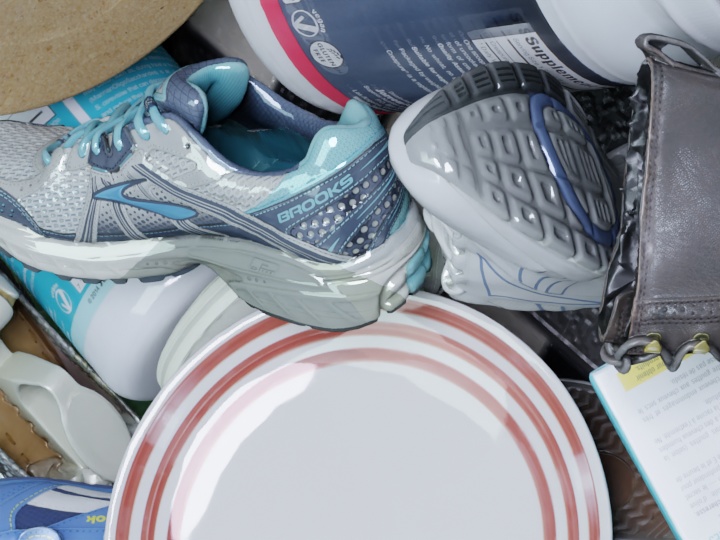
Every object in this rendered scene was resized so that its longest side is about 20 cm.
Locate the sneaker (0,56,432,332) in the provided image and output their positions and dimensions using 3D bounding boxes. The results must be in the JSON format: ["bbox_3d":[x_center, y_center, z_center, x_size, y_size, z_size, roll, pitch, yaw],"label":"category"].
[{"bbox_3d":[-0.066,-0.045,1.065,0.199,0.078,0.087,9,130,25],"label":"sneaker"}]

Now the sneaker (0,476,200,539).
[{"bbox_3d":[-0.101,0.124,1.131,0.082,0.198,0.075,-144,50,-68],"label":"sneaker"}]

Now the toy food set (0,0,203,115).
[{"bbox_3d":[-0.126,-0.132,1.066,0.049,0.199,0.198,55,171,31],"label":"toy food set"}]

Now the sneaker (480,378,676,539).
[{"bbox_3d":[0.062,0.090,1.132,0.199,0.073,0.085,14,143,28],"label":"sneaker"}]

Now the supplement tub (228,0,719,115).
[{"bbox_3d":[0.059,-0.132,1.018,0.199,0.140,0.141,-4,98,39],"label":"supplement tub"}]

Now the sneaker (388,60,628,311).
[{"bbox_3d":[0.057,-0.015,1.004,0.087,0.200,0.075,-20,69,23],"label":"sneaker"}]

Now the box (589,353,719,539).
[{"bbox_3d":[0.166,0.107,1.027,0.082,0.049,0.201,-28,81,2],"label":"box"}]

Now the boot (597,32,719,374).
[{"bbox_3d":[0.164,0.020,0.954,0.069,0.173,0.202,-166,74,-80],"label":"boot"}]

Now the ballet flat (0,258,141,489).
[{"bbox_3d":[-0.149,0.036,1.178,0.072,0.072,0.200,-32,106,39],"label":"ballet flat"}]

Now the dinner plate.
[{"bbox_3d":[-0.001,0.105,1.075,0.199,0.024,0.202,-3,76,13],"label":"dinner plate"}]

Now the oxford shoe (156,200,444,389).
[{"bbox_3d":[0.000,0.000,1.121,0.200,0.075,0.058,-37,78,18],"label":"oxford shoe"}]

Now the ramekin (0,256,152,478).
[{"bbox_3d":[-0.186,0.097,1.297,0.199,0.097,0.202,10,107,37],"label":"ramekin"}]

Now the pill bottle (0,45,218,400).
[{"bbox_3d":[-0.117,-0.050,1.199,0.200,0.110,0.111,49,126,19],"label":"pill bottle"}]
